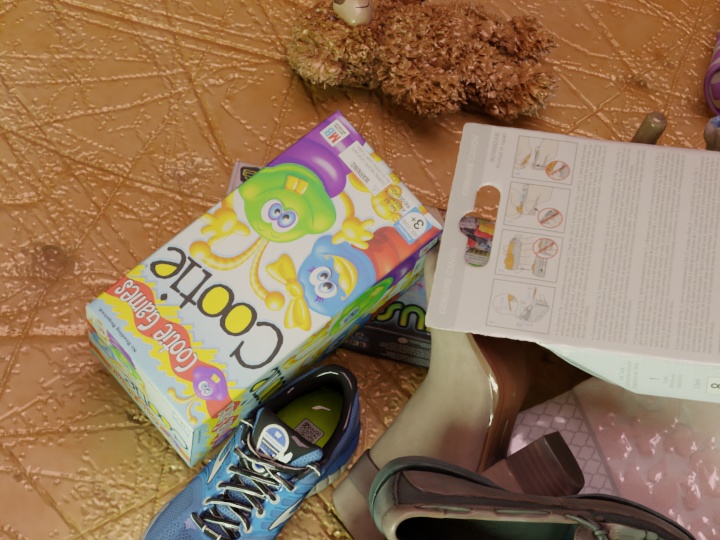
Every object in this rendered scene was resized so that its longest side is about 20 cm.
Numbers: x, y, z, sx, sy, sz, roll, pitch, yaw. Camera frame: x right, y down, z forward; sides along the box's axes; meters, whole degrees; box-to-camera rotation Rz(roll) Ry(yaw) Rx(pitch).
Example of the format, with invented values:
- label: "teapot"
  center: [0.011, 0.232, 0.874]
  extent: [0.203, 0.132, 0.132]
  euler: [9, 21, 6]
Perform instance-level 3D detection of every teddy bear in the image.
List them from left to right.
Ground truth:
- label: "teddy bear"
  center: [0.050, -0.165, 1.399]
  extent: [0.200, 0.067, 0.145]
  euler: [21, 53, 3]

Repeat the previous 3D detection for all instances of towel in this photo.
- label: "towel"
  center: [0.196, 0.141, 1.161]
  extent: [0.191, 0.032, 0.200]
  euler: [-25, 68, 10]

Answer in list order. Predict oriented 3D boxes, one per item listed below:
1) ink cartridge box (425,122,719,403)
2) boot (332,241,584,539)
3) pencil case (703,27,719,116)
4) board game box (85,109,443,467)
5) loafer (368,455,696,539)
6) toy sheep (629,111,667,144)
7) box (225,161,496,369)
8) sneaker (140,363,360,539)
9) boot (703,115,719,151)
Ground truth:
- label: "ink cartridge box"
  center: [0.151, -0.006, 1.171]
  extent: [0.199, 0.057, 0.163]
  euler: [5, 55, 12]
- label: "boot"
  center: [0.043, 0.103, 1.180]
  extent: [0.070, 0.146, 0.200]
  euler: [13, 46, -56]
- label: "pencil case"
  center: [0.319, -0.195, 1.458]
  extent: [0.084, 0.086, 0.200]
  euler: [15, 54, 12]
- label: "board game box"
  center: [-0.061, 0.012, 1.203]
  extent: [0.200, 0.103, 0.105]
  euler: [-39, 81, -16]
- label: "loafer"
  center: [0.101, 0.161, 1.096]
  extent: [0.199, 0.072, 0.063]
  euler: [14, 15, -5]
- label: "toy sheep"
  center: [0.170, -0.020, 1.286]
  extent: [0.138, 0.138, 0.200]
  euler: [38, 49, 14]
- label: "box"
  center: [0.000, 0.000, 1.300]
  extent: [0.199, 0.035, 0.110]
  euler: [13, 56, -2]
- label: "sneaker"
  center: [-0.068, 0.127, 1.172]
  extent: [0.078, 0.089, 0.200]
  euler: [32, 57, 12]
- label: "boot"
  center: [0.266, -0.054, 1.285]
  extent: [0.073, 0.200, 0.096]
  euler: [-8, 102, -7]
